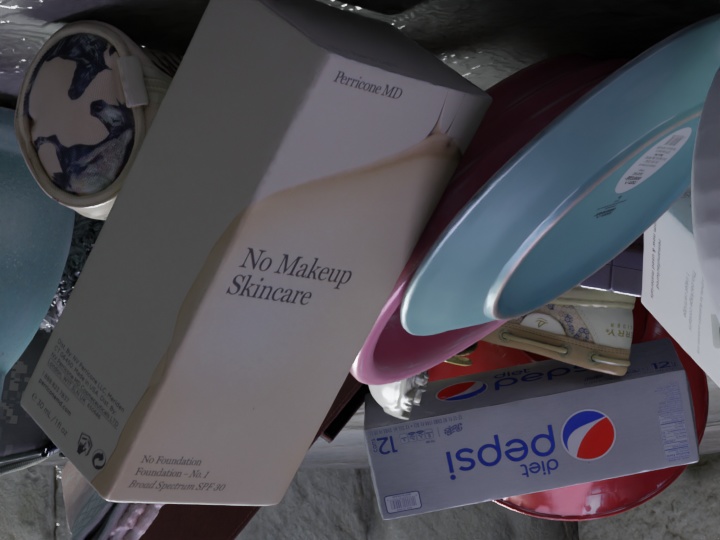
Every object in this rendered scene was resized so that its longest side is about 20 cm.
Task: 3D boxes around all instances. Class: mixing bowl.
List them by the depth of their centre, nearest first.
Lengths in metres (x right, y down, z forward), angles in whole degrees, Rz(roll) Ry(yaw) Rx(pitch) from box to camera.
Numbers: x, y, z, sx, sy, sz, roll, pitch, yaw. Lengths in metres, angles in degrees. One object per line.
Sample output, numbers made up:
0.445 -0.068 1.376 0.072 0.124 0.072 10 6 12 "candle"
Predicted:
0.143 0.055 1.272 0.200 0.200 0.108 -2 147 -1 "mixing bowl"

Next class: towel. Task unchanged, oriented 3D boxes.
-0.113 0.072 1.120 0.032 0.200 0.191 35 -176 -15 "towel"

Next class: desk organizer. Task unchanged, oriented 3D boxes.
-0.070 0.107 1.201 0.077 0.200 0.072 39 176 10 "desk organizer"

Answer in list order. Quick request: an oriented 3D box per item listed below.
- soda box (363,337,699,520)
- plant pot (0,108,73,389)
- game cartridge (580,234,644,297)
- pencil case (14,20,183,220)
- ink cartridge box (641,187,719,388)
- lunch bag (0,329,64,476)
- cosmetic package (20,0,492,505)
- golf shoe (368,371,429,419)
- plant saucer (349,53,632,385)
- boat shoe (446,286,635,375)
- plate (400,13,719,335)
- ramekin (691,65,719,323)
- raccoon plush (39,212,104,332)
0.104 0.097 1.170 0.200 0.064 0.068 -11 -165 4 "soda box"
-0.237 0.004 0.928 0.200 0.134 0.200 -2 170 0 "plant pot"
0.179 -0.011 1.108 0.130 0.038 0.200 5 -174 35 "game cartridge"
-0.059 -0.055 0.831 0.089 0.078 0.200 -28 157 32 "pencil case"
0.246 0.020 0.881 0.147 0.200 0.083 -22 134 -17 "ink cartridge box"
-0.262 0.059 1.164 0.168 0.140 0.200 5 179 -33 "lunch bag"
-0.043 -0.007 0.759 0.103 0.200 0.073 8 -154 -47 "cosmetic package"
0.000 0.000 1.040 0.097 0.078 0.200 10 136 13 "golf shoe"
0.063 -0.029 0.861 0.200 0.051 0.201 -36 164 -12 "plant saucer"
0.076 0.032 1.172 0.200 0.063 0.073 -1 176 37 "boat shoe"
0.101 -0.031 0.807 0.200 0.026 0.200 -35 163 -12 "plate"
0.221 -0.028 0.730 0.200 0.201 0.098 5 175 -35 "ramekin"
-0.143 -0.031 1.036 0.134 0.097 0.200 12 139 -11 "raccoon plush"
